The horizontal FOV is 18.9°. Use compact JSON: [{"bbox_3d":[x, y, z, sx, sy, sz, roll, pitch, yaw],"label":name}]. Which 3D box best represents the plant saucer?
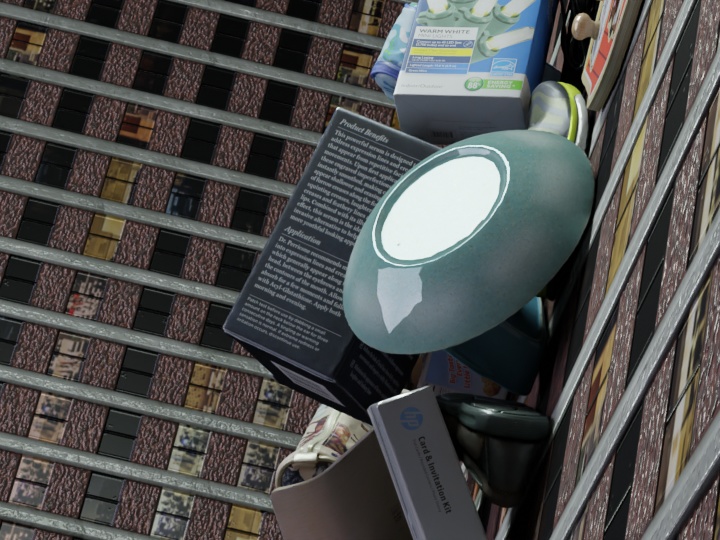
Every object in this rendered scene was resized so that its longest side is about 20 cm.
[{"bbox_3d":[0.063,-0.033,1.476,0.039,0.200,0.202,51,-145,-33],"label":"plant saucer"}]

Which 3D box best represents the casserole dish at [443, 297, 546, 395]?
[{"bbox_3d":[0.085,0.021,1.553,0.039,0.121,0.200,-53,7,17],"label":"casserole dish"}]

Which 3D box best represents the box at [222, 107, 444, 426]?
[{"bbox_3d":[0.000,0.000,1.699,0.201,0.107,0.148,-62,-22,-10],"label":"box"}]

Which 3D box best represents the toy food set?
[{"bbox_3d":[0.005,0.201,1.779,0.200,0.060,0.144,-38,-66,-53],"label":"toy food set"}]

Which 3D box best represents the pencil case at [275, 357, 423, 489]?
[{"bbox_3d":[-0.007,0.137,1.893,0.200,0.077,0.090,-57,-47,-52],"label":"pencil case"}]

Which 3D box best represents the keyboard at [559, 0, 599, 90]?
[{"bbox_3d":[0.169,-0.207,1.742,0.104,0.039,0.201,102,180,-76],"label":"keyboard"}]

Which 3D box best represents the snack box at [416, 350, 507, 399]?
[{"bbox_3d":[0.090,0.063,1.729,0.024,0.072,0.201,-75,-1,-59],"label":"snack box"}]

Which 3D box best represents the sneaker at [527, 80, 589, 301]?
[{"bbox_3d":[0.117,-0.069,1.565,0.201,0.081,0.074,-77,1,-45],"label":"sneaker"}]

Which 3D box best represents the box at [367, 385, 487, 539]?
[{"bbox_3d":[0.050,0.156,1.430,0.200,0.041,0.157,93,157,-86],"label":"box"}]

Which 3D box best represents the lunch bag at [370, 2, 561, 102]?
[{"bbox_3d":[0.096,-0.160,1.865,0.200,0.160,0.083,15,-82,-88],"label":"lunch bag"}]

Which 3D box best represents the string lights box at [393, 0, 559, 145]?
[{"bbox_3d":[0.097,-0.190,1.716,0.059,0.102,0.201,75,-157,-49],"label":"string lights box"}]

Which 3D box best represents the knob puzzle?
[{"bbox_3d":[0.177,-0.210,1.508,0.220,0.030,0.221,-167,90,-89],"label":"knob puzzle"}]

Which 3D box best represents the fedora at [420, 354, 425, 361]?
[{"bbox_3d":[0.068,0.100,2.175,0.200,0.090,0.177,113,170,-50],"label":"fedora"}]

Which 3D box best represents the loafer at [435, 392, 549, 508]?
[{"bbox_3d":[0.084,0.119,1.462,0.200,0.071,0.063,174,103,-87],"label":"loafer"}]
